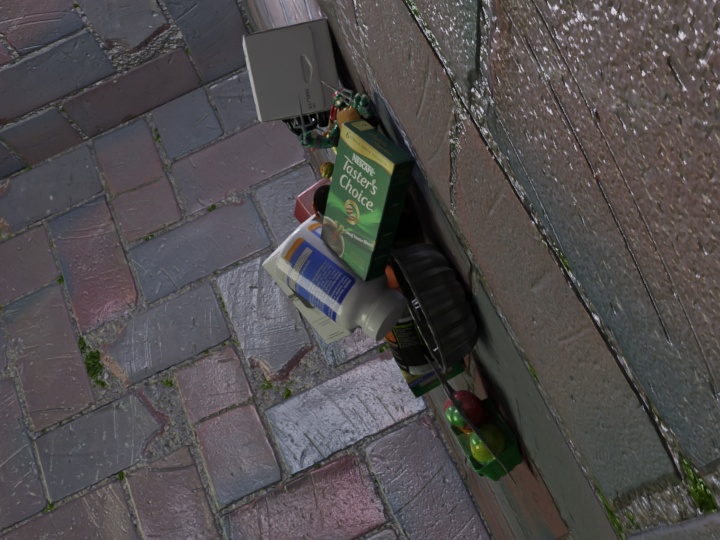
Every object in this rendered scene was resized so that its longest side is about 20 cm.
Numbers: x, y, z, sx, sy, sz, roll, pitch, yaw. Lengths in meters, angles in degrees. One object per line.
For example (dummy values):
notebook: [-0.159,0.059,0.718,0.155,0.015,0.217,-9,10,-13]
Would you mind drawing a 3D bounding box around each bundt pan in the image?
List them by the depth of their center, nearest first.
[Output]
bundt pan: [0.116,0.047,1.166,0.202,0.075,0.204,156,90,-88]

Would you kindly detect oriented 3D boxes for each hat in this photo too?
hat: [0.001,-0.058,1.295,0.201,0.198,0.082,71,-141,-63]

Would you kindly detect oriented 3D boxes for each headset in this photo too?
headset: [-0.098,-0.342,1.667,0.200,0.122,0.095,39,-135,-54]

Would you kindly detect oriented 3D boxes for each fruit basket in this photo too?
fruit basket: [0.181,0.255,1.305,0.200,0.094,0.186,45,-172,-29]

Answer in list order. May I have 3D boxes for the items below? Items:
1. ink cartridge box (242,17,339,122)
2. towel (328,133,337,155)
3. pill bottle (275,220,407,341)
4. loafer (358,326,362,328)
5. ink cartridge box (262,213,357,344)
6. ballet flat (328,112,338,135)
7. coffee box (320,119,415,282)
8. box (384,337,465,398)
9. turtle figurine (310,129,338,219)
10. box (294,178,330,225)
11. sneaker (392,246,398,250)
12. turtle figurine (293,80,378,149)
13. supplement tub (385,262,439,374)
ink cartridge box: [-0.123,-0.347,1.371,0.200,0.144,0.149,-128,26,-76]
towel: [-0.004,-0.196,1.570,0.086,0.018,0.201,12,-136,-49]
pill bottle: [-0.028,0.021,1.223,0.199,0.112,0.112,37,169,17]
loafer: [0.000,0.000,1.375,0.063,0.071,0.202,-42,50,47]
ink cartridge box: [-0.065,0.011,1.454,0.083,0.144,0.201,-27,106,45]
ballet flat: [-0.028,-0.274,1.434,0.200,0.067,0.073,-110,16,-74]
coffee box: [0.005,-0.100,1.119,0.123,0.044,0.202,44,135,33]
box: [0.118,0.146,1.576,0.049,0.117,0.201,58,-177,-45]
turtle figurine: [-0.011,-0.143,1.339,0.160,0.064,0.201,30,136,15]
box: [-0.027,-0.091,1.593,0.201,0.127,0.109,51,164,7]
sneaker: [0.024,-0.123,1.418,0.121,0.083,0.202,51,-163,-65]
turtle figurine: [-0.013,-0.217,1.194,0.150,0.100,0.202,-41,72,46]
supplement tub: [0.095,0.086,1.450,0.123,0.121,0.201,-119,6,-56]
